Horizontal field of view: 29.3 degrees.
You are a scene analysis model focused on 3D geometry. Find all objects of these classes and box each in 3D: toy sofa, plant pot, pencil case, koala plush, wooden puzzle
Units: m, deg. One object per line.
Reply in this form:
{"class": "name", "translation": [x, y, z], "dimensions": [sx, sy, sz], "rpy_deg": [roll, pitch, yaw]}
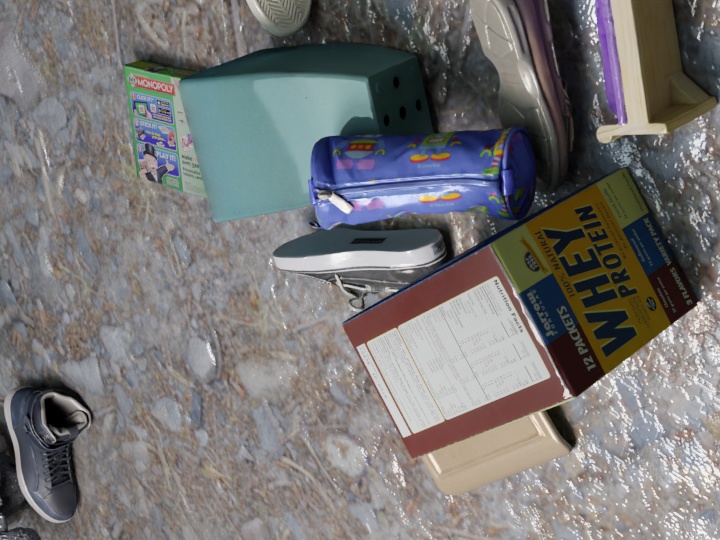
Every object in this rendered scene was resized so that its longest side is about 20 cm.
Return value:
{"class": "toy sofa", "translation": [0.202, -0.206, 1.066], "dimensions": [0.097, 0.083, 0.202], "rpy_deg": [3, 112, 42]}
{"class": "plant pot", "translation": [-0.041, -0.139, 1.302], "dimensions": [0.199, 0.141, 0.143], "rpy_deg": [-3, 108, 37]}
{"class": "pencil case", "translation": [0.047, -0.078, 1.164], "dimensions": [0.198, 0.087, 0.079], "rpy_deg": [-2, 111, 22]}
{"class": "koala plush", "translation": [-0.548, 0.331, 2.006], "dimensions": [0.182, 0.200, 0.179], "rpy_deg": [-20, 106, 15]}
{"class": "wooden puzzle", "translation": [0.098, 0.119, 1.365], "dimensions": [0.185, 0.037, 0.201], "rpy_deg": [-31, 94, 48]}

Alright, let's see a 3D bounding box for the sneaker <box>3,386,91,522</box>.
{"class": "sneaker", "translation": [-0.422, 0.258, 1.917], "dimensions": [0.146, 0.077, 0.204], "rpy_deg": [-9, 102, 49]}

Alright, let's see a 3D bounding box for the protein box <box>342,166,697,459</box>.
{"class": "protein box", "translation": [0.134, 0.036, 1.166], "dimensions": [0.199, 0.198, 0.136], "rpy_deg": [-29, 89, 48]}

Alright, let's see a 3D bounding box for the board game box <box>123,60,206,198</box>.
{"class": "board game box", "translation": [-0.179, -0.149, 1.512], "dimensions": [0.199, 0.029, 0.136], "rpy_deg": [18, 121, 39]}

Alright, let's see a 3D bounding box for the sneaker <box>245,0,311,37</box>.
{"class": "sneaker", "translation": [-0.116, -0.317, 1.344], "dimensions": [0.201, 0.075, 0.084], "rpy_deg": [64, 156, -6]}

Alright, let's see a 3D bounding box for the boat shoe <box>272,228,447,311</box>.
{"class": "boat shoe", "translation": [0.002, -0.001, 1.376], "dimensions": [0.198, 0.074, 0.069], "rpy_deg": [-3, 114, 29]}

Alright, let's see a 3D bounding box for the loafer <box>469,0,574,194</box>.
{"class": "loafer", "translation": [0.150, -0.159, 1.154], "dimensions": [0.072, 0.063, 0.201], "rpy_deg": [32, 150, 52]}
